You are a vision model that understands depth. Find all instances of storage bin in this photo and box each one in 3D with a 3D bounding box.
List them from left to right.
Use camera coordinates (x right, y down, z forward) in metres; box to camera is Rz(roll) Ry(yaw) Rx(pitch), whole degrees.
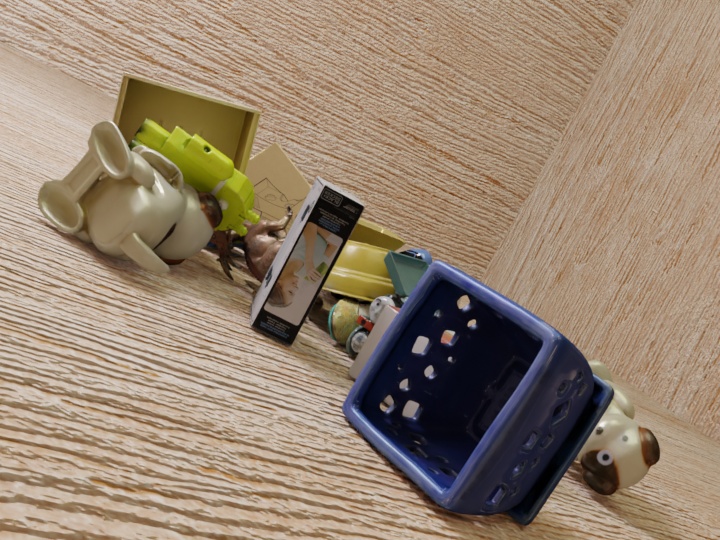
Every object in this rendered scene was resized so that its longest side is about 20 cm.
[{"bbox_3d":[-0.272,-0.170,1.319,0.199,0.200,0.094,13,12,-18],"label":"storage bin"}]

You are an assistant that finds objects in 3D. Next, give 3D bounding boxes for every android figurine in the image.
[{"bbox_3d":[-0.224,-0.119,1.209,0.200,0.041,0.182,39,-34,-15],"label":"android figurine"}]

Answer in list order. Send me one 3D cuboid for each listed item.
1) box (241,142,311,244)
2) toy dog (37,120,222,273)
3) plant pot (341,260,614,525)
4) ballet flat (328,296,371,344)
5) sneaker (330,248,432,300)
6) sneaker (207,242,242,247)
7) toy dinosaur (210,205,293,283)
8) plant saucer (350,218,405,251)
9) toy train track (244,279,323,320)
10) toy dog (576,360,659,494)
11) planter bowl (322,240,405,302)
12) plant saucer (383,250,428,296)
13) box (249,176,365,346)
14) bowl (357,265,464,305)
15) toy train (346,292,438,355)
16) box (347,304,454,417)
[{"bbox_3d":[-0.135,-0.092,1.455,0.200,0.163,0.021,52,-31,0],"label":"box"},{"bbox_3d":[-0.258,-0.076,1.117,0.194,0.140,0.200,40,10,21],"label":"toy dog"},{"bbox_3d":[0.133,0.136,0.938,0.179,0.201,0.200,31,3,-41],"label":"plant pot"},{"bbox_3d":[0.003,0.073,1.341,0.070,0.071,0.200,30,4,10],"label":"ballet flat"},{"bbox_3d":[0.034,0.013,1.609,0.078,0.199,0.071,0,69,-53],"label":"sneaker"},{"bbox_3d":[-0.247,-0.072,1.482,0.082,0.071,0.199,6,-3,31],"label":"sneaker"},{"bbox_3d":[-0.137,-0.019,1.279,0.200,0.135,0.086,42,-24,33],"label":"toy dinosaur"},{"bbox_3d":[-0.032,-0.078,1.615,0.199,0.049,0.200,22,6,-11],"label":"plant saucer"},{"bbox_3d":[-0.103,0.035,1.366,0.114,0.033,0.200,32,6,21],"label":"toy train track"},{"bbox_3d":[0.345,0.247,1.293,0.200,0.139,0.195,-96,161,-84],"label":"toy dog"},{"bbox_3d":[0.000,0.000,1.389,0.199,0.084,0.200,13,0,0],"label":"planter bowl"},{"bbox_3d":[0.081,0.013,1.367,0.200,0.019,0.070,10,58,-69],"label":"plant saucer"},{"bbox_3d":[-0.072,-0.015,1.152,0.060,0.201,0.117,27,5,-12],"label":"box"},{"bbox_3d":[0.091,0.064,1.546,0.199,0.091,0.201,-9,-16,-3],"label":"bowl"},{"bbox_3d":[0.061,0.092,1.280,0.085,0.115,0.200,33,7,35],"label":"toy train"},{"bbox_3d":[0.111,0.140,1.168,0.152,0.107,0.200,34,8,35],"label":"box"}]
